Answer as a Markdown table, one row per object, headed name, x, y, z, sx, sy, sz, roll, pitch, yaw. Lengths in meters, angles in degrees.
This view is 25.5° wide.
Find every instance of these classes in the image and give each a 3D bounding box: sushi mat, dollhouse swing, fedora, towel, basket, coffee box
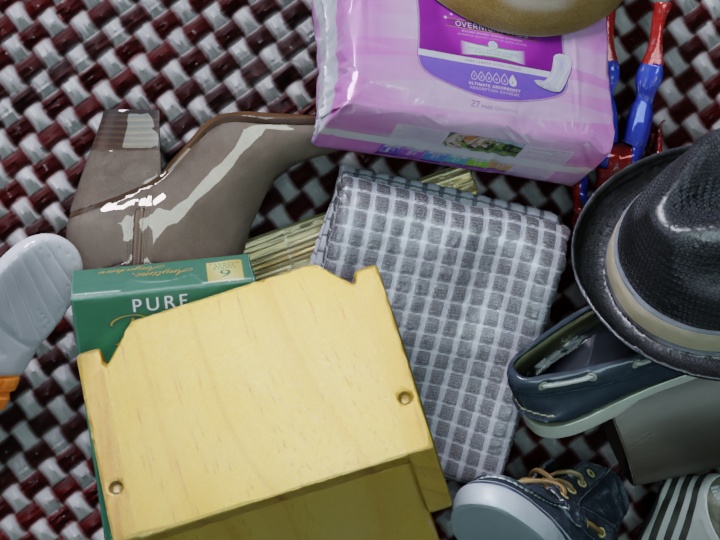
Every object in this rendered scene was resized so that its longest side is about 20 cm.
| name | x | y | z | sx | sy | sz | roll | pitch | yaw |
| --- | --- | --- | --- | --- | --- | --- | --- | --- | --- |
| sushi mat | 0.000 | 0.000 | 1.124 | 0.200 | 0.012 | 0.096 | -20 | 98 | -4 |
| dollhouse swing | -0.050 | 0.128 | 1.037 | 0.199 | 0.176 | 0.182 | -18 | 63 | 2 |
| fedora | 0.231 | -0.030 | 0.972 | 0.200 | 0.092 | 0.201 | 1 | 53 | -2 |
| towel | 0.040 | 0.043 | 1.079 | 0.165 | 0.086 | 0.201 | 11 | 104 | -8 |
| basket | 0.259 | 0.061 | 1.097 | 0.200 | 0.136 | 0.181 | -23 | 62 | 1 |
| coffee box | -0.123 | 0.090 | 1.068 | 0.123 | 0.044 | 0.201 | -7 | 117 | -5 |

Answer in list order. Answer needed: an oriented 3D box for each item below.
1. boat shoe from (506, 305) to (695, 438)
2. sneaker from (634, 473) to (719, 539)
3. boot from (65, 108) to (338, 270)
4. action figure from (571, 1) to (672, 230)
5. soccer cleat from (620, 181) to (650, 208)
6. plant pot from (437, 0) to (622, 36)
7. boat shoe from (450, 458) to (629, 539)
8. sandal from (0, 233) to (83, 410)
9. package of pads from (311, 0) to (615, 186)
| name | x | y | z | sx | sy | sz | roll | pitch | yaw |
| --- | --- | --- | --- | --- | --- | --- | --- | --- | --- |
| boat shoe | 0.184 | 0.034 | 1.025 | 0.200 | 0.075 | 0.062 | -26 | 135 | 1 |
| sneaker | 0.269 | 0.208 | 1.146 | 0.076 | 0.115 | 0.201 | -53 | 131 | -28 |
| boot | -0.100 | -0.035 | 1.083 | 0.199 | 0.070 | 0.147 | 1 | 92 | 2 |
| action figure | 0.183 | -0.089 | 1.121 | 0.065 | 0.052 | 0.201 | 5 | 98 | -1 |
| soccer cleat | 0.233 | -0.043 | 1.077 | 0.200 | 0.085 | 0.069 | -29 | 117 | -30 |
| plant pot | 0.105 | -0.251 | 1.066 | 0.199 | 0.027 | 0.201 | 7 | 66 | -17 |
| boat shoe | 0.123 | 0.159 | 1.075 | 0.071 | 0.200 | 0.091 | 1 | 62 | 31 |
| sandal | -0.262 | 0.050 | 1.076 | 0.079 | 0.059 | 0.207 | 36 | 101 | -36 |
| package of pads | 0.066 | -0.132 | 1.061 | 0.199 | 0.076 | 0.121 | 7 | 68 | -18 |
